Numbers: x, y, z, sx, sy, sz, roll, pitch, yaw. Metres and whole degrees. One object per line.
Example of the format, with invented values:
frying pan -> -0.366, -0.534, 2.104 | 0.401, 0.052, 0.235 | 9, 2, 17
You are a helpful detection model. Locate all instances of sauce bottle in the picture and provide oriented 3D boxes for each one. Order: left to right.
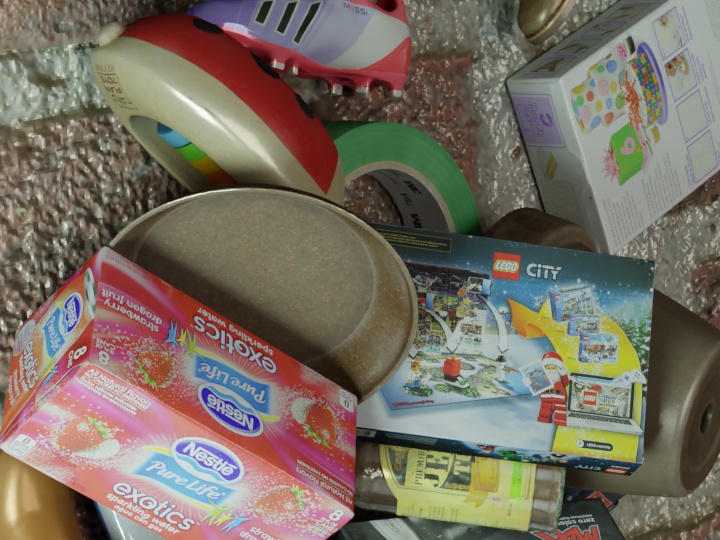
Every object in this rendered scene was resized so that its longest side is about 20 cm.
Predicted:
sauce bottle -> 0.035, 0.131, 1.526 | 0.198, 0.065, 0.065 | 6, 90, 1

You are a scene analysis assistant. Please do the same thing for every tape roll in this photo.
tape roll -> 0.000, 0.000, 1.568 | 0.200, 0.048, 0.202 | -4, 96, -44

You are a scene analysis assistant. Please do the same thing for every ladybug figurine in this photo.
ladybug figurine -> -0.080, -0.088, 1.417 | 0.200, 0.135, 0.072 | 45, 73, -30

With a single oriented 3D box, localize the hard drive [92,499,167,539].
hard drive -> -0.094, 0.162, 1.462 | 0.131, 0.025, 0.201 | -23, 91, -37

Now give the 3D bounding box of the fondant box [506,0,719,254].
fondant box -> 0.208, -0.121, 1.753 | 0.200, 0.058, 0.145 | -36, 117, -37

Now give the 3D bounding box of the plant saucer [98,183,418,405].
plant saucer -> -0.064, 0.015, 1.401 | 0.201, 0.200, 0.037 | 49, 27, -35

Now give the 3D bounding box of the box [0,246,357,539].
box -> -0.104, 0.089, 1.378 | 0.199, 0.095, 0.100 | 33, 36, -26

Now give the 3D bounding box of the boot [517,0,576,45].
boot -> 0.136, -0.260, 1.675 | 0.075, 0.074, 0.201 | 23, 72, -24

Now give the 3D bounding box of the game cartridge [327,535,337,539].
game cartridge -> -0.048, 0.237, 1.552 | 0.200, 0.041, 0.134 | 41, 70, -39

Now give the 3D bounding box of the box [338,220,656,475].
box -> 0.086, 0.050, 1.497 | 0.199, 0.038, 0.138 | 8, 71, -4

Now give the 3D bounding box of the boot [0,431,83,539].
boot -> -0.158, 0.194, 1.357 | 0.076, 0.155, 0.202 | -2, 95, -43

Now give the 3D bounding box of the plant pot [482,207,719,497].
plant pot -> 0.162, 0.073, 1.603 | 0.200, 0.174, 0.201 | -41, 140, -47

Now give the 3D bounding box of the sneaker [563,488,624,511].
sneaker -> 0.145, 0.176, 1.698 | 0.075, 0.084, 0.201 | 38, 68, -39

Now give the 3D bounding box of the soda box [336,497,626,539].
soda box -> 0.080, 0.203, 1.548 | 0.199, 0.071, 0.064 | -3, 130, -25

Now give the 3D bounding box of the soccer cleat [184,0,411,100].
soccer cleat -> -0.041, -0.159, 1.506 | 0.199, 0.066, 0.077 | 8, 82, -47
